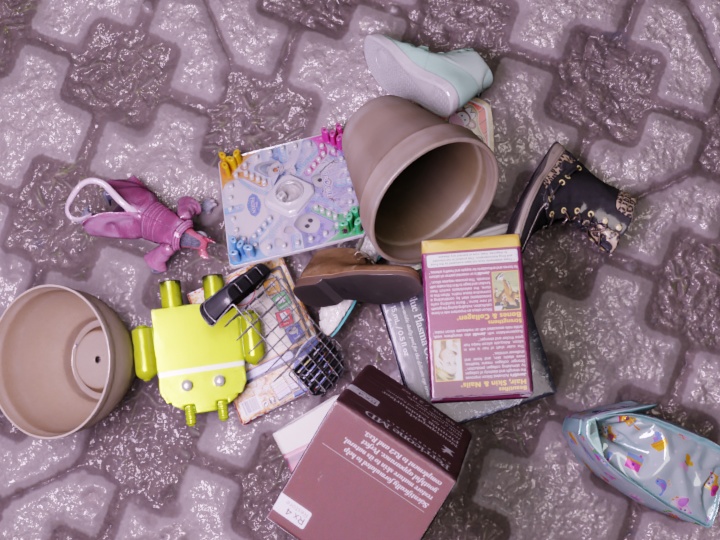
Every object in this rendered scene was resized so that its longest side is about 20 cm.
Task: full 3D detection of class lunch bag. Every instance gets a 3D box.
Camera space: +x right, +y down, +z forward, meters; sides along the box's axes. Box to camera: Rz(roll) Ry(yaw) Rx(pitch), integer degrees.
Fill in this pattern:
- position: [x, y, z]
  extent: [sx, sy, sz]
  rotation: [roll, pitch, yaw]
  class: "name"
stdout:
- position: [0.369, 0.239, 1.357]
  extent: [0.197, 0.170, 0.124]
  rotation: [26, 86, 3]
  class: "lunch bag"

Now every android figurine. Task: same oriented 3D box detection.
- position: [-0.222, 0.110, 1.415]
  extent: [0.178, 0.041, 0.205]
  rotation: [-6, 81, -8]
  class: "android figurine"

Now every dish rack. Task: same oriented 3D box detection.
- position: [-0.108, 0.086, 1.371]
  extent: [0.200, 0.153, 0.054]
  rotation: [48, 115, -1]
  class: "dish rack"

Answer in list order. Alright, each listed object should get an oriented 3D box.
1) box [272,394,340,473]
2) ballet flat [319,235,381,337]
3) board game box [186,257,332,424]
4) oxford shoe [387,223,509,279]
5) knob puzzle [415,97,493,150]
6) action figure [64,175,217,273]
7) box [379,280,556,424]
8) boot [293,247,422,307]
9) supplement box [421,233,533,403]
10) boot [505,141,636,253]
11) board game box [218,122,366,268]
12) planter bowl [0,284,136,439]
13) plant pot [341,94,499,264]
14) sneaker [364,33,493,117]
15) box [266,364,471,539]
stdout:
- position: [-0.022, 0.282, 1.394]
  extent: [0.108, 0.128, 0.202]
  rotation: [-29, 81, 0]
  class: "box"
- position: [-0.015, -0.004, 1.459]
  extent: [0.071, 0.072, 0.202]
  rotation: [31, 77, 6]
  class: "ballet flat"
- position: [-0.139, 0.095, 1.465]
  extent: [0.149, 0.046, 0.203]
  rotation: [-25, 82, 0]
  class: "board game box"
- position: [0.124, -0.033, 1.460]
  extent: [0.196, 0.076, 0.059]
  rotation: [-20, 61, 0]
  class: "oxford shoe"
- position: [0.109, -0.184, 1.497]
  extent: [0.215, 0.030, 0.225]
  rotation: [0, 82, 3]
  class: "knob puzzle"
- position: [-0.290, -0.077, 1.452]
  extent: [0.197, 0.149, 0.136]
  rotation: [21, 78, 19]
  class: "action figure"
- position: [0.143, 0.104, 1.415]
  extent: [0.196, 0.117, 0.201]
  rotation: [-17, 82, -1]
  class: "box"
- position: [0.000, 0.000, 1.363]
  extent: [0.197, 0.074, 0.076]
  rotation: [-2, 52, 36]
  class: "boot"
- position: [0.146, 0.064, 1.309]
  extent: [0.128, 0.103, 0.205]
  rotation: [-3, 81, 3]
  class: "supplement box"
- position: [0.293, -0.074, 1.429]
  extent: [0.149, 0.074, 0.201]
  rotation: [30, 54, 2]
  class: "boot"
- position: [-0.101, -0.112, 1.454]
  extent: [0.196, 0.026, 0.203]
  rotation: [-13, 54, 2]
  class: "board game box"
- position: [-0.391, 0.123, 1.418]
  extent: [0.196, 0.134, 0.205]
  rotation: [-1, 87, 21]
  class: "planter bowl"
- position: [0.062, -0.140, 1.390]
  extent: [0.198, 0.201, 0.174]
  rotation: [-35, 50, -2]
  class: "plant pot"
- position: [0.101, -0.298, 1.495]
  extent: [0.117, 0.075, 0.200]
  rotation: [-30, 53, -31]
  class: "sneaker"
- position: [0.018, 0.241, 1.217]
  extent: [0.164, 0.200, 0.166]
  rotation: [32, 101, 6]
  class: "box"
